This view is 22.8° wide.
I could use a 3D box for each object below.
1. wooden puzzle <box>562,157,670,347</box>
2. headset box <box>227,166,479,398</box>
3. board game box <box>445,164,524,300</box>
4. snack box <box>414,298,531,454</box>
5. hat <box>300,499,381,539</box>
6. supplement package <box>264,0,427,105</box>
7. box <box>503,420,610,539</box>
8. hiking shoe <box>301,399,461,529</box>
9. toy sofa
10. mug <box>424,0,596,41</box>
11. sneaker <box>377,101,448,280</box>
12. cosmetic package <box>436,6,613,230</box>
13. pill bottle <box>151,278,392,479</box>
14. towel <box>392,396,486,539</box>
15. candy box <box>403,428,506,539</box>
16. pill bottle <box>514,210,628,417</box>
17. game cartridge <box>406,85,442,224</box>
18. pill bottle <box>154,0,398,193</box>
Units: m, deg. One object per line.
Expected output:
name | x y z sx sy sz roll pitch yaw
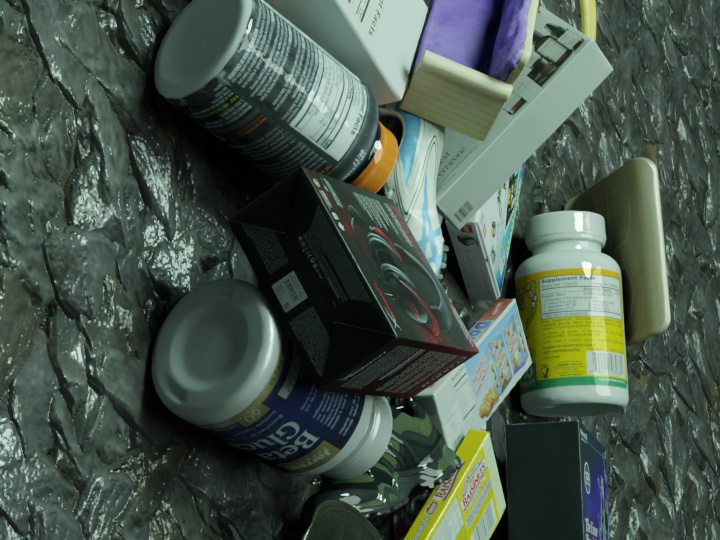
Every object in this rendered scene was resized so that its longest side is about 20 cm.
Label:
wooden puzzle | 0.281 -0.009 1.910 0.046 0.200 0.187 0 79 -18
headset box | 0.002 0.015 1.354 0.149 0.075 0.200 61 17 17
board game box | 0.128 -0.088 1.782 0.127 0.034 0.201 69 28 -50
snack box | 0.109 0.101 1.675 0.200 0.024 0.072 -44 122 -53
hat | -0.045 0.268 1.375 0.200 0.080 0.202 -2 90 -66
supplement package | -0.048 -0.236 1.463 0.200 0.121 0.120 55 37 -38
box | 0.195 0.230 1.749 0.200 0.078 0.142 40 45 -71
hiking shoe | 0.001 0.160 1.507 0.200 0.076 0.101 -20 78 -57
toy sofa | 0.099 -0.216 1.537 0.082 0.098 0.201 21 44 -7
mug | 0.114 -0.228 1.694 0.149 0.186 0.154 -6 94 -30
sneaker | 0.034 -0.048 1.507 0.072 0.072 0.201 5 72 -15
cosmetic package | 0.124 -0.138 1.597 0.200 0.083 0.051 -46 132 -1
pill bottle | -0.059 0.092 1.365 0.200 0.111 0.112 36 52 -50
towel | 0.073 0.177 1.655 0.146 0.030 0.201 22 66 -56
candy box | 0.073 0.245 1.581 0.200 0.026 0.103 -54 140 -38
pill bottle | 0.216 0.045 1.849 0.113 0.112 0.201 18 67 -57
game cartridge | 0.032 -0.070 1.646 0.130 0.038 0.201 52 41 -34
pill bottle | -0.058 -0.129 1.403 0.200 0.106 0.107 36 51 -37
